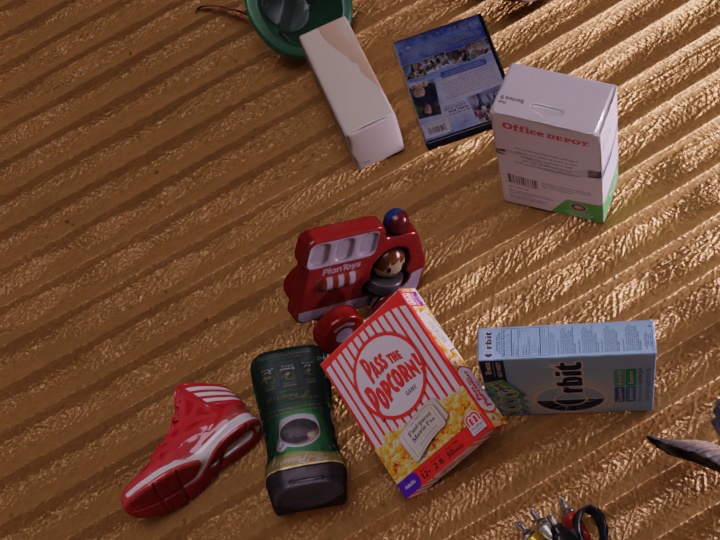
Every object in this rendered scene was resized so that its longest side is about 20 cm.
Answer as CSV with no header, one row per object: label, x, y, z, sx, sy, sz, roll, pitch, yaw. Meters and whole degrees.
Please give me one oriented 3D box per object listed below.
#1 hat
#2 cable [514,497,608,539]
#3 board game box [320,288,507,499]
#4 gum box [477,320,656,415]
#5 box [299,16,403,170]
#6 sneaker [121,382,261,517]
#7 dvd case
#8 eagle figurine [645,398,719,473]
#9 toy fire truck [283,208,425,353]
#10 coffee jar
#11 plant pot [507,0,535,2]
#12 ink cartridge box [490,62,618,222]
hat,-0.124,-0.408,1.804,0.166,0.176,0.200,-44,99,-15
cable,0.262,0.351,1.301,0.096,0.050,0.202,-22,70,-19
board game box,0.061,0.147,1.380,0.151,0.046,0.201,-44,69,25
gum box,0.244,0.118,1.342,0.197,0.170,0.045,-3,61,11
box,-0.013,-0.256,1.652,0.077,0.095,0.202,-24,61,-1
sneaker,-0.233,0.223,1.466,0.198,0.079,0.116,-30,50,-18
dvd case,0.139,-0.278,1.670,0.141,0.018,0.202,-17,59,3
eagle figurine,0.434,0.224,1.269,0.150,0.151,0.201,-38,63,15
toy fire truck,0.000,0.000,1.447,0.198,0.169,0.113,-13,50,-29
coffee jar,-0.076,0.200,1.422,0.103,0.086,0.202,-9,60,-3
plant pot,0.186,-0.506,1.698,0.173,0.201,0.202,14,65,38
ink cartridge box,0.254,-0.161,1.473,0.144,0.201,0.085,16,65,20
